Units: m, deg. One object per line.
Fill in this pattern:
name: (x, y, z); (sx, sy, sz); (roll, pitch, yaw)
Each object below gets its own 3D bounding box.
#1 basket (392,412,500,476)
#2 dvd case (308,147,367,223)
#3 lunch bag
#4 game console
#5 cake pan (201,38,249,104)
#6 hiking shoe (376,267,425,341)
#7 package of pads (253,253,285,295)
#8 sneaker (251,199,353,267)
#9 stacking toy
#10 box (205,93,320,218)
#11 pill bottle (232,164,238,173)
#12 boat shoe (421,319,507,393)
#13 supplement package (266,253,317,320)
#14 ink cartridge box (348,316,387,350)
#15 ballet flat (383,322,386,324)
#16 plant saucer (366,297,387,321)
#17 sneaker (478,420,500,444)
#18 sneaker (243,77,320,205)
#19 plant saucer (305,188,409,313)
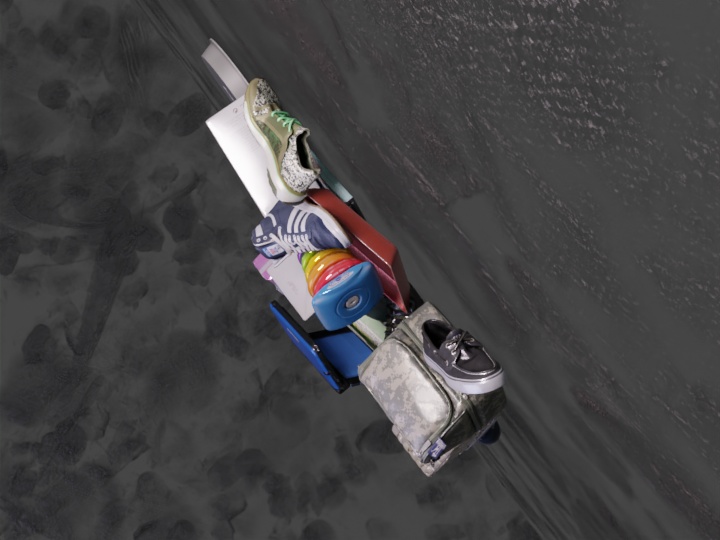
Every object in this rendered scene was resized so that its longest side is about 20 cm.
basket: (0.150, 0.274, 1.739); (0.136, 0.122, 0.201); (50, 154, 15)
dvd case: (-0.027, -0.106, 1.590); (0.146, 0.022, 0.201); (50, 174, 34)
lunch bag: (0.108, 0.178, 1.456); (0.201, 0.167, 0.140); (49, 176, 28)
game console: (-0.051, 0.122, 1.719); (0.200, 0.118, 0.172); (39, 163, 52)
cake pan: (-0.239, -0.350, 1.812); (0.201, 0.037, 0.200); (53, 176, 5)
hiking shoe: (0.069, 0.086, 1.599); (0.201, 0.100, 0.076); (52, 176, 2)
package of pads: (-0.121, -0.047, 1.966); (0.076, 0.200, 0.121); (44, 178, 21)
sneaker: (-0.095, -0.048, 1.448); (0.070, 0.109, 0.199); (50, 169, -35)
stacking toy: (-0.058, -0.018, 1.513); (0.201, 0.115, 0.110); (55, 174, 35)
box: (-0.160, -0.189, 1.620); (0.202, 0.105, 0.152); (58, 180, 0)
pill bottle: (-0.185, -0.212, 1.804); (0.110, 0.109, 0.200); (51, 180, 15)
boat shoe: (0.136, 0.110, 1.305); (0.200, 0.069, 0.067); (-144, 34, -69)
supplement package: (-0.062, -0.003, 1.772); (0.122, 0.120, 0.200); (51, -161, 8)
ink cartridge box: (0.016, 0.104, 1.705); (0.145, 0.048, 0.200); (42, 177, 16)
ballet flat: (0.048, 0.069, 1.846); (0.200, 0.064, 0.072); (53, -159, -53)
plant saucer: (0.000, 0.000, 1.679); (0.199, 0.027, 0.202); (38, -154, -22)
sneaker: (0.196, 0.252, 1.834); (0.201, 0.070, 0.082); (50, 178, 15)
sneaker: (-0.107, -0.205, 1.418); (0.076, 0.088, 0.203); (-13, -101, -51)
plant saucer: (0.003, -0.038, 1.505); (0.200, 0.037, 0.200); (42, 170, 23)
